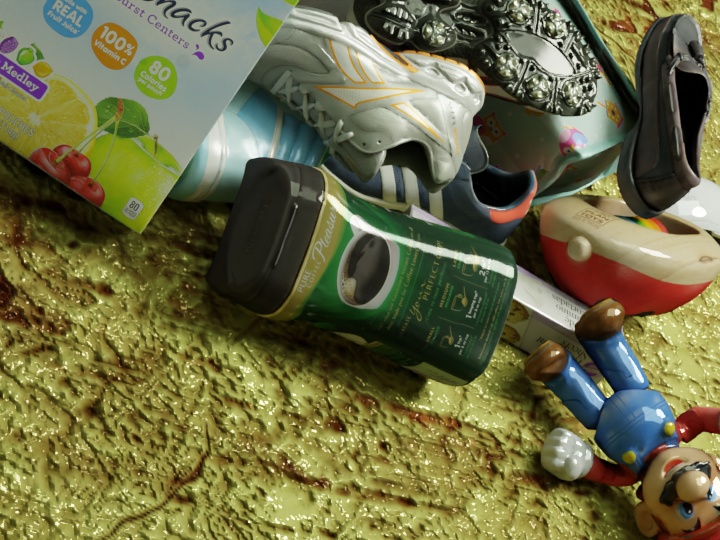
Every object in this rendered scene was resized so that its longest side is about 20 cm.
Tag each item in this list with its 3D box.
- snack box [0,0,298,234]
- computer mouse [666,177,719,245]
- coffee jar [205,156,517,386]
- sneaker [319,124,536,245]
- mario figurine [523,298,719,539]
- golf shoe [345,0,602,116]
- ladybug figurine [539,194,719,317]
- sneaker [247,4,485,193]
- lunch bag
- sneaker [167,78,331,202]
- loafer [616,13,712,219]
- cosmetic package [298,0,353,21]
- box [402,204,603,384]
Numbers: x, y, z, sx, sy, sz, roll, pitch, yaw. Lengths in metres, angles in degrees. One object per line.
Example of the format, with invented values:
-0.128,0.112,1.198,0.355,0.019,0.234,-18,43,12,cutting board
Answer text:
-0.152,-0.153,1.150,0.168,0.200,0.068,34,0,-12,snack box
0.323,-0.048,1.627,0.199,0.044,0.110,6,51,-40,computer mouse
0.000,0.000,1.221,0.199,0.085,0.105,22,86,-27,coffee jar
0.043,-0.085,1.363,0.199,0.085,0.075,23,41,-26,sneaker
0.206,0.117,1.289,0.200,0.123,0.106,52,33,10,mario figurine
0.084,-0.167,1.365,0.199,0.088,0.078,22,74,-17,golf shoe
0.205,-0.009,1.429,0.135,0.072,0.200,26,14,32,ladybug figurine
-0.011,-0.112,1.235,0.199,0.076,0.092,16,74,-17,sneaker
0.150,-0.149,1.495,0.200,0.122,0.171,-20,74,-52,lunch bag
-0.084,-0.124,1.290,0.130,0.079,0.201,13,55,-32,sneaker
0.252,-0.127,1.435,0.072,0.063,0.201,40,49,-28,loafer
-0.053,-0.249,1.421,0.200,0.101,0.071,32,38,-14,cosmetic package
0.105,0.020,1.355,0.199,0.041,0.039,30,38,-19,box
